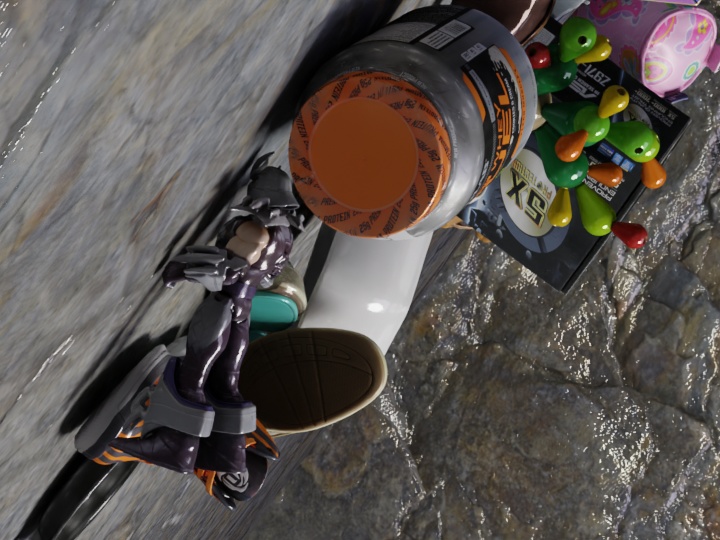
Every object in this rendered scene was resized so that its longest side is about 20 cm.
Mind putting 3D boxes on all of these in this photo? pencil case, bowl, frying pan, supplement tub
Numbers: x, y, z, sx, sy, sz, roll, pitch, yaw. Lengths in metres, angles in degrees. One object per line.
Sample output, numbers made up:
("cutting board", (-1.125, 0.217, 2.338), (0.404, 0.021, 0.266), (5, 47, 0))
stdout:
("pencil case", (0.220, -0.220, 1.820), (0.087, 0.200, 0.088), (-16, 126, -23))
("bowl", (0.000, 0.000, 1.621), (0.200, 0.074, 0.201), (118, -8, -53))
("frying pan", (-0.212, 0.183, 1.503), (0.190, 0.031, 0.115), (-49, 174, -6))
("supplement tub", (0.032, -0.091, 1.339), (0.123, 0.122, 0.200), (-55, 175, 24))

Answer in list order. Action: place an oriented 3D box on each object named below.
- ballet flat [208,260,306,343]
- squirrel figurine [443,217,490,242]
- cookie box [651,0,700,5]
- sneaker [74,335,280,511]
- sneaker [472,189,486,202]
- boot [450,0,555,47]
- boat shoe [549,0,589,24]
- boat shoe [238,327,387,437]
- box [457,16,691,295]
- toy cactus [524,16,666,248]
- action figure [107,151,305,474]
("ballet flat", (-0.076, 0.017, 1.542), (0.200, 0.067, 0.063), (123, -23, -70))
("squirrel figurine", (0.106, -0.125, 1.933), (0.186, 0.141, 0.201), (-18, 132, -63))
("cookie box", (0.202, -0.267, 1.357), (0.200, 0.075, 0.171), (-51, -153, -9))
("sneaker", (-0.110, 0.108, 1.421), (0.078, 0.112, 0.200), (-46, 177, 18))
("sneaker", (0.042, -0.067, 1.716), (0.075, 0.100, 0.200), (-40, 167, -35))
("boot", (0.112, -0.241, 1.502), (0.200, 0.072, 0.166), (-52, 163, -1))
("boat shoe", (0.154, -0.233, 1.772), (0.086, 0.074, 0.202), (-48, 175, -41))
("boat shoe", (-0.063, 0.085, 1.539), (0.199, 0.073, 0.065), (-19, 174, 27))
("box", (0.138, -0.108, 1.751), (0.086, 0.200, 0.164), (-49, 174, -45))
("toy cactus", (0.146, -0.108, 1.625), (0.102, 0.164, 0.201), (-49, 141, -21))
("action figure", (-0.084, 0.023, 1.318), (0.130, 0.069, 0.201), (11, 97, -68))
